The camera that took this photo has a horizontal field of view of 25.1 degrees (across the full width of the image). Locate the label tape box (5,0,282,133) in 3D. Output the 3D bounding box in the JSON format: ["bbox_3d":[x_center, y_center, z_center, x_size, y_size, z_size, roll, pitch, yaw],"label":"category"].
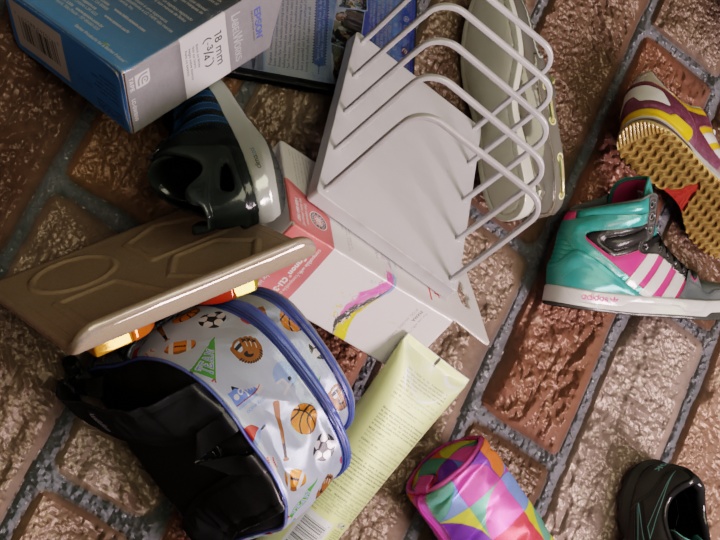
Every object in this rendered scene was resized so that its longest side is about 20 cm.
[{"bbox_3d":[-0.139,-0.203,1.199,0.200,0.064,0.144,-36,55,-26],"label":"label tape box"}]

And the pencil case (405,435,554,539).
[{"bbox_3d":[0.118,0.231,1.310,0.088,0.088,0.201,-38,99,-26],"label":"pencil case"}]

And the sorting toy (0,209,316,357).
[{"bbox_3d":[-0.149,0.007,1.134,0.184,0.200,0.037,-23,109,-25],"label":"sorting toy"}]

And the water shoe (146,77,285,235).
[{"bbox_3d":[-0.122,-0.091,1.173,0.078,0.200,0.072,-17,121,-18],"label":"water shoe"}]

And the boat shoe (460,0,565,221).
[{"bbox_3d":[0.133,-0.143,1.373,0.060,0.072,0.203,-3,85,-37],"label":"boat shoe"}]

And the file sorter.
[{"bbox_3d":[0.065,-0.113,1.240,0.138,0.124,0.201,35,39,-21],"label":"file sorter"}]

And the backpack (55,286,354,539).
[{"bbox_3d":[-0.091,0.104,1.156,0.154,0.190,0.200,-45,104,-22],"label":"backpack"}]

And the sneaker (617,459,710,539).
[{"bbox_3d":[0.254,0.261,1.378,0.075,0.079,0.202,8,81,-26],"label":"sneaker"}]

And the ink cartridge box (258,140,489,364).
[{"bbox_3d":[0.000,0.000,1.247,0.199,0.068,0.117,32,26,-27],"label":"ink cartridge box"}]

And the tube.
[{"bbox_3d":[-0.001,0.144,1.237,0.052,0.058,0.200,38,92,13],"label":"tube"}]

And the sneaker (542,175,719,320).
[{"bbox_3d":[0.253,-0.021,1.415,0.199,0.083,0.122,5,90,-25],"label":"sneaker"}]

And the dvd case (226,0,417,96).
[{"bbox_3d":[-0.043,-0.217,1.320,0.199,0.018,0.144,7,81,-27],"label":"dvd case"}]

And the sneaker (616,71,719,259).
[{"bbox_3d":[0.306,-0.095,1.453,0.200,0.075,0.091,45,43,-30],"label":"sneaker"}]
